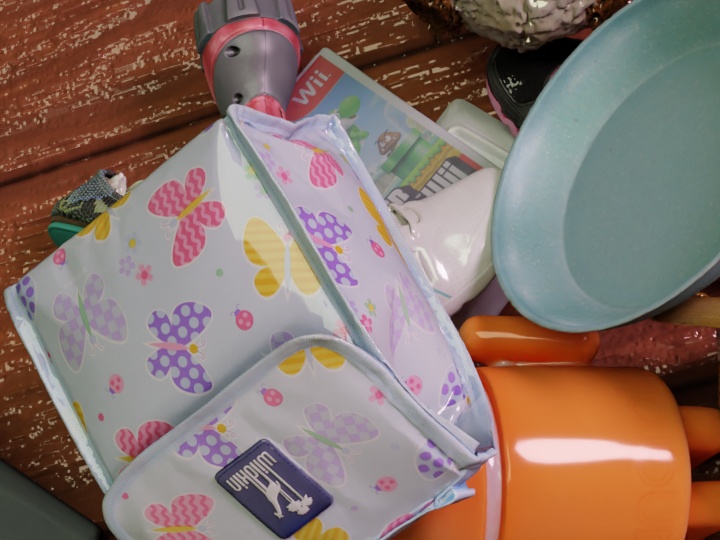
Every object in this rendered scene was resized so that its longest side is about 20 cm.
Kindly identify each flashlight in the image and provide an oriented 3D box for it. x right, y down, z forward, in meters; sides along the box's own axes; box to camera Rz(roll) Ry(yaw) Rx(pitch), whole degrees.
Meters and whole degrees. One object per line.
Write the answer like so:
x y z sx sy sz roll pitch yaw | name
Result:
-0.054 -0.077 1.033 0.068 0.068 0.201 -27 52 19 | flashlight

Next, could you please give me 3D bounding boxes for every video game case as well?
-0.005 -0.034 1.036 0.143 0.017 0.200 -49 52 -3 | video game case

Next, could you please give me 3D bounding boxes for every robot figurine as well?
0.089 0.104 0.895 0.199 0.117 0.145 0 110 -12 | robot figurine

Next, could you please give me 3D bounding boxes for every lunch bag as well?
-0.048 0.048 0.830 0.169 0.127 0.201 -35 77 25 | lunch bag

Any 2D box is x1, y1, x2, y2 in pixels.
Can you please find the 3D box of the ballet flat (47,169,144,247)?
-0.116 -0.021 1.035 0.200 0.074 0.074 24 77 47 | ballet flat

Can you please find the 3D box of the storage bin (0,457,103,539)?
-0.240 0.185 0.995 0.134 0.146 0.201 30 79 -1 | storage bin

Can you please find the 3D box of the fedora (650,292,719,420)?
0.238 0.058 0.856 0.200 0.200 0.082 5 90 20 | fedora

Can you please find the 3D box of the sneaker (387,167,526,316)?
0.000 0.000 0.937 0.200 0.080 0.070 -35 27 -4 | sneaker

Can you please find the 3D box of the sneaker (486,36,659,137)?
0.152 -0.092 0.981 0.200 0.095 0.079 31 75 26 | sneaker

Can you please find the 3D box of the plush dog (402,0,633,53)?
0.108 -0.203 1.000 0.199 0.161 0.173 3 62 19 | plush dog

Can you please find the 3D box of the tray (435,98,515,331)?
0.038 -0.004 1.029 0.107 0.022 0.200 33 82 26 | tray

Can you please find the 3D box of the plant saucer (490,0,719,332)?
0.148 -0.053 0.867 0.200 0.036 0.201 -35 39 34 | plant saucer
